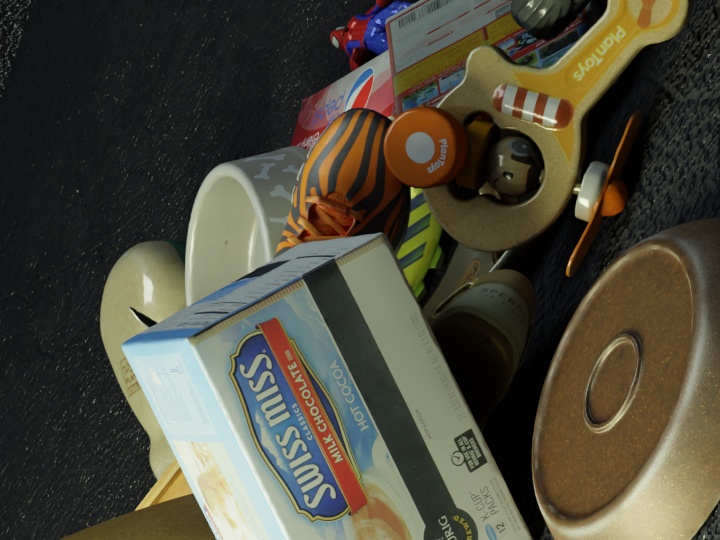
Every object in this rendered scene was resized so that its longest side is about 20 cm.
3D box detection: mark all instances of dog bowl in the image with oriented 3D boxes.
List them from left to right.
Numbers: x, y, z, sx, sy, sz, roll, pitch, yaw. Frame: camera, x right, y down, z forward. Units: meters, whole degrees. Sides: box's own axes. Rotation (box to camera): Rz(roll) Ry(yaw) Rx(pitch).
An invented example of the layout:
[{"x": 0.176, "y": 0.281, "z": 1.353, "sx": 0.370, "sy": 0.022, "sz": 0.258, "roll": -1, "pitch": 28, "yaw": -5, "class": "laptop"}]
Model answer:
[{"x": -0.073, "y": 0.009, "z": 1.645, "sx": 0.200, "sy": 0.059, "sz": 0.201, "roll": 179, "pitch": 90, "yaw": -66, "class": "dog bowl"}]

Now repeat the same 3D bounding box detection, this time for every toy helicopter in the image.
[{"x": 0.119, "y": -0.089, "z": 1.276, "sx": 0.200, "sy": 0.132, "sz": 0.079, "roll": -47, "pitch": -12, "yaw": 18, "class": "toy helicopter"}]

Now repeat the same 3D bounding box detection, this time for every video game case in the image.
[{"x": 0.085, "y": -0.141, "z": 1.424, "sx": 0.143, "sy": 0.017, "sz": 0.200, "roll": -27, "pitch": 31, "yaw": 15, "class": "video game case"}]

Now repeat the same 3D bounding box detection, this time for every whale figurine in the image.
[{"x": -0.146, "y": 0.073, "z": 1.862, "sx": 0.159, "sy": 0.104, "sz": 0.200, "roll": -37, "pitch": 60, "yaw": 55, "class": "whale figurine"}]

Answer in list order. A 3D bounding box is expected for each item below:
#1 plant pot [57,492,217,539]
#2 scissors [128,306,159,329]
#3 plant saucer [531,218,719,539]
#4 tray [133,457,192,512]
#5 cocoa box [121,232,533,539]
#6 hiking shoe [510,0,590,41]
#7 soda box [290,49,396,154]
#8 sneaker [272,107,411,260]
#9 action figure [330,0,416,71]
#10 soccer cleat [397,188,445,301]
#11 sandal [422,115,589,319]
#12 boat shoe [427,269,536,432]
[{"x": -0.124, "y": 0.219, "z": 1.370, "sx": 0.186, "sy": 0.200, "sz": 0.187, "roll": 0, "pitch": 90, "yaw": 64, "class": "plant pot"}, {"x": -0.054, "y": 0.075, "z": 1.331, "sx": 0.014, "sy": 0.200, "sz": 0.073, "roll": -27, "pitch": 20, "yaw": 50, "class": "scissors"}, {"x": 0.141, "y": 0.062, "z": 1.153, "sx": 0.200, "sy": 0.034, "sz": 0.200, "roll": -55, "pitch": 22, "yaw": 36, "class": "plant saucer"}, {"x": -0.089, "y": 0.162, "z": 1.571, "sx": 0.037, "sy": 0.099, "sz": 0.200, "roll": -43, "pitch": -6, "yaw": -48, "class": "tray"}, {"x": -0.021, "y": 0.097, "z": 1.252, "sx": 0.131, "sy": 0.200, "sz": 0.133, "roll": -28, "pitch": 7, "yaw": -21, "class": "cocoa box"}, {"x": 0.112, "y": -0.217, "z": 1.360, "sx": 0.076, "sy": 0.101, "sz": 0.200, "roll": -51, "pitch": 8, "yaw": 43, "class": "hiking shoe"}, {"x": 0.016, "y": -0.105, "z": 1.609, "sx": 0.200, "sy": 0.070, "sz": 0.064, "roll": -23, "pitch": 50, "yaw": 64, "class": "soda box"}, {"x": -0.023, "y": -0.005, "z": 1.379, "sx": 0.112, "sy": 0.077, "sz": 0.200, "roll": 3, "pitch": -77, "yaw": -83, "class": "sneaker"}, {"x": 0.018, "y": -0.185, "z": 1.732, "sx": 0.200, "sy": 0.052, "sz": 0.066, "roll": 180, "pitch": 106, "yaw": -72, "class": "action figure"}, {"x": 0.000, "y": 0.001, "z": 1.519, "sx": 0.200, "sy": 0.084, "sz": 0.065, "roll": -66, "pitch": 20, "yaw": 10, "class": "soccer cleat"}, {"x": 0.081, "y": -0.038, "z": 1.380, "sx": 0.200, "sy": 0.054, "sz": 0.080, "roll": -60, "pitch": 21, "yaw": 6, "class": "sandal"}, {"x": 0.056, "y": 0.066, "z": 1.338, "sx": 0.066, "sy": 0.074, "sz": 0.200, "roll": -53, "pitch": 0, "yaw": -33, "class": "boat shoe"}]
